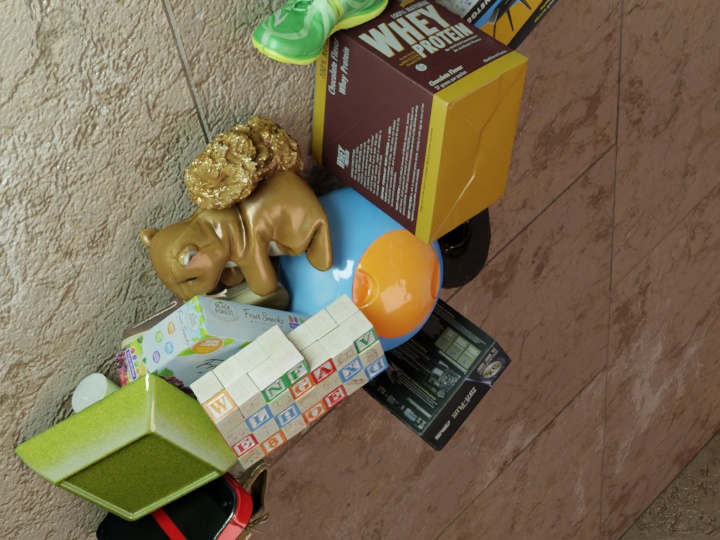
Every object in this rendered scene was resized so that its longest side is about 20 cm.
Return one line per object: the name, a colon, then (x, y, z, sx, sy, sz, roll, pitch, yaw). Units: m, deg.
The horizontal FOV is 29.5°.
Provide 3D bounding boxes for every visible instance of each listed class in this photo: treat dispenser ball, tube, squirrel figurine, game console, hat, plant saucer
treat dispenser ball: (0.000, 0.000, 1.645, 0.200, 0.200, 0.202, -35, 146, -28)
tube: (-0.251, 0.187, 1.579, 0.200, 0.058, 0.052, 46, 60, -42)
squirrel figurine: (-0.145, -0.064, 1.473, 0.185, 0.141, 0.202, -21, 124, -28)
game console: (-0.225, 0.302, 1.649, 0.031, 0.200, 0.177, 38, 88, -40)
hat: (0.093, -0.076, 1.796, 0.200, 0.080, 0.203, -2, 92, -50)
plant saucer: (-0.249, 0.213, 1.535, 0.199, 0.048, 0.200, -29, 141, 18)

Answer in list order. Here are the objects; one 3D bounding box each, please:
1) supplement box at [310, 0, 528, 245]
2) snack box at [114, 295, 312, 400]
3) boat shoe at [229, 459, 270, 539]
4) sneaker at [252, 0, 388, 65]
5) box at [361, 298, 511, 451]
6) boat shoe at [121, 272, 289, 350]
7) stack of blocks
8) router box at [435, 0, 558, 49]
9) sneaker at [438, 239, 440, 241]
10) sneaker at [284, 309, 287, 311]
supplement box: (0.060, -0.181, 1.540, 0.132, 0.199, 0.199, -31, 144, -33)
snack box: (-0.152, 0.093, 1.526, 0.142, 0.053, 0.199, -35, 152, 29)
boat shoe: (-0.162, 0.319, 1.887, 0.073, 0.063, 0.201, -33, 145, -32)
sneaker: (-0.043, -0.281, 1.424, 0.200, 0.074, 0.084, -42, 153, -38)
box: (0.077, 0.119, 1.879, 0.164, 0.199, 0.086, -51, 149, -5)
boat shoe: (-0.184, 0.042, 1.562, 0.198, 0.072, 0.072, -22, 153, -9)
stack of blocks: (-0.074, 0.115, 1.489, 0.199, 0.059, 0.116, -35, 145, -10)
router box: (0.172, -0.333, 1.689, 0.200, 0.051, 0.149, -49, 152, -9)
sneaker: (0.050, -0.005, 1.844, 0.200, 0.077, 0.080, -44, 140, -17)
sneaker: (-0.084, 0.089, 1.751, 0.199, 0.070, 0.078, -3, 130, -40)
